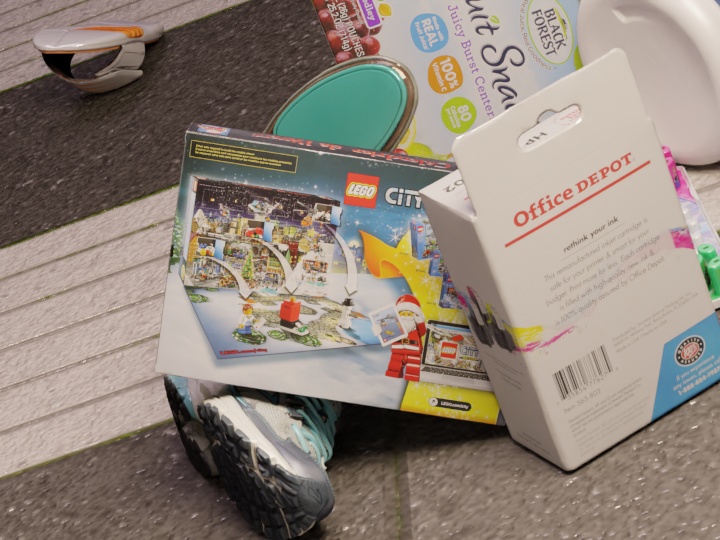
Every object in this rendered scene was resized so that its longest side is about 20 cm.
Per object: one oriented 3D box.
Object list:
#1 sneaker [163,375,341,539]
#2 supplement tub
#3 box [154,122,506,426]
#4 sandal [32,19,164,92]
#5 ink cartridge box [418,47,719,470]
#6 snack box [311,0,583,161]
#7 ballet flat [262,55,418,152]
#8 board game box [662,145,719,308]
[{"bbox_3d":[-0.048,0.085,1.363,0.086,0.078,0.200,-25,23,-14],"label":"sneaker"},{"bbox_3d":[0.254,-0.175,1.559,0.200,0.146,0.145,-35,26,-28],"label":"supplement tub"},{"bbox_3d":[-0.007,0.002,1.323,0.198,0.138,0.038,9,11,0],"label":"box"},{"bbox_3d":[-0.224,-0.190,2.140,0.079,0.060,0.207,4,10,16],"label":"sandal"},{"bbox_3d":[0.109,-0.012,1.267,0.115,0.201,0.068,-29,25,-17],"label":"ink cartridge box"},{"bbox_3d":[0.069,-0.153,1.606,0.167,0.201,0.068,-19,24,6],"label":"snack box"},{"bbox_3d":[-0.035,-0.060,1.447,0.200,0.068,0.064,-43,-9,21],"label":"ballet flat"},{"bbox_3d":[0.118,-0.001,1.458,0.199,0.026,0.200,-21,23,5],"label":"board game box"}]
